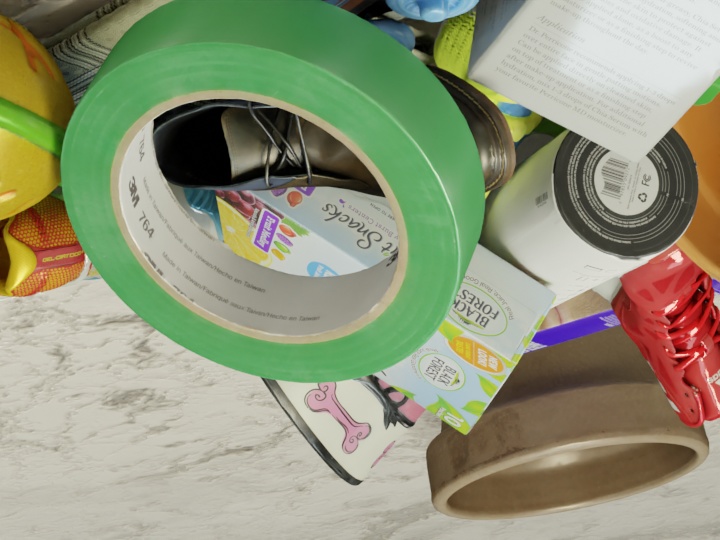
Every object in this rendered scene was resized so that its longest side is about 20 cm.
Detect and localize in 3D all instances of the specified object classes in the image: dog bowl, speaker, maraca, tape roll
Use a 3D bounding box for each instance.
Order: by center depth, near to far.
[{"bbox_3d":[-0.042,-0.037,1.199,0.199,0.048,0.201,12,133,13],"label":"tape roll"},{"bbox_3d":[-0.196,-0.073,1.258,0.136,0.108,0.200,20,174,14],"label":"maraca"},{"bbox_3d":[0.111,-0.027,1.368,0.081,0.082,0.200,-7,172,-14],"label":"speaker"},{"bbox_3d":[-0.028,0.029,1.563,0.074,0.201,0.200,-34,159,5],"label":"dog bowl"}]

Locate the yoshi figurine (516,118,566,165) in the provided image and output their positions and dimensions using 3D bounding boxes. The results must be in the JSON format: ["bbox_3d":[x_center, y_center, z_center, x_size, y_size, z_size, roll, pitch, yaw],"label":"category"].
[{"bbox_3d":[0.113,-0.026,1.536,0.112,0.113,0.200,23,124,-35],"label":"yoshi figurine"}]

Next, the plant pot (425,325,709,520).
[{"bbox_3d":[0.130,0.066,1.779,0.199,0.176,0.200,-11,163,-3],"label":"plant pot"}]

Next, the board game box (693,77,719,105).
[{"bbox_3d":[0.179,-0.162,1.226,0.095,0.030,0.200,19,133,-18],"label":"board game box"}]

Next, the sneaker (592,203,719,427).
[{"bbox_3d":[0.197,0.024,1.477,0.078,0.116,0.200,-34,174,-1],"label":"sneaker"}]

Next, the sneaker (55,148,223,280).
[{"bbox_3d":[-0.137,-0.026,1.382,0.080,0.077,0.200,-12,178,-29],"label":"sneaker"}]

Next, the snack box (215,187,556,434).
[{"bbox_3d":[0.000,0.000,1.406,0.199,0.053,0.142,33,160,3],"label":"snack box"}]

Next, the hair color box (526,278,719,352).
[{"bbox_3d":[0.135,-0.016,1.632,0.199,0.110,0.065,-18,167,20],"label":"hair color box"}]

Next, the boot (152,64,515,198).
[{"bbox_3d":[-0.017,-0.057,1.242,0.097,0.075,0.199,-22,-160,-35],"label":"boot"}]

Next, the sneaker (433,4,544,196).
[{"bbox_3d":[0.078,-0.090,1.361,0.105,0.076,0.200,-26,164,-29],"label":"sneaker"}]

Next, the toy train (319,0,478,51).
[{"bbox_3d":[0.005,-0.160,1.168,0.114,0.087,0.200,13,154,-34],"label":"toy train"}]

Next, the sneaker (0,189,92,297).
[{"bbox_3d":[-0.232,-0.027,1.368,0.199,0.074,0.077,5,-170,40],"label":"sneaker"}]

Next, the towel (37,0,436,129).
[{"bbox_3d":[-0.083,-0.113,1.350,0.199,0.035,0.192,-21,157,34],"label":"towel"}]

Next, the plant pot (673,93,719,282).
[{"bbox_3d":[0.255,-0.097,1.347,0.200,0.201,0.140,-30,-178,45],"label":"plant pot"}]

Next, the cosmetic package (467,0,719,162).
[{"bbox_3d":[0.142,-0.151,1.168,0.101,0.072,0.200,25,135,-16],"label":"cosmetic package"}]
